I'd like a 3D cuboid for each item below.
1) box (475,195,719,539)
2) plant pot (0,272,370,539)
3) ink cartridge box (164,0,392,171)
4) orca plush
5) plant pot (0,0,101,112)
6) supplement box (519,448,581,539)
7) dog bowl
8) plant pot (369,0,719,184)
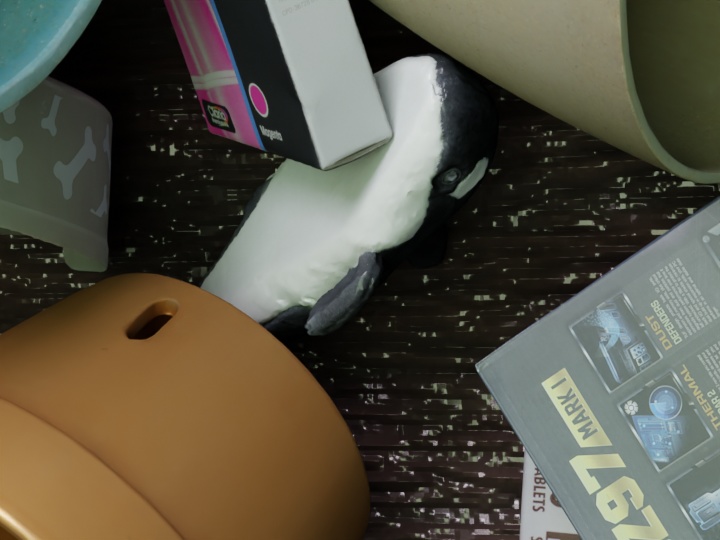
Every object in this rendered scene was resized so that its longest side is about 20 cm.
[{"bbox_3d":[0.155,0.071,0.933,0.157,0.051,0.201,-35,79,16],"label":"box"},{"bbox_3d":[-0.091,0.095,1.000,0.199,0.140,0.201,27,142,23],"label":"plant pot"},{"bbox_3d":[-0.051,-0.136,0.965,0.037,0.095,0.201,-24,111,-21],"label":"ink cartridge box"},{"bbox_3d":[0.000,0.000,1.033,0.200,0.071,0.105,-56,33,27],"label":"orca plush"},{"bbox_3d":[-0.200,-0.157,0.883,0.195,0.200,0.202,14,97,31],"label":"plant pot"},{"bbox_3d":[0.159,0.082,0.994,0.199,0.061,0.110,3,93,16],"label":"supplement box"},{"bbox_3d":[-0.181,-0.052,1.021,0.199,0.200,0.059,13,86,15],"label":"dog bowl"},{"bbox_3d":[0.057,-0.145,0.964,0.199,0.187,0.188,18,98,33],"label":"plant pot"}]
